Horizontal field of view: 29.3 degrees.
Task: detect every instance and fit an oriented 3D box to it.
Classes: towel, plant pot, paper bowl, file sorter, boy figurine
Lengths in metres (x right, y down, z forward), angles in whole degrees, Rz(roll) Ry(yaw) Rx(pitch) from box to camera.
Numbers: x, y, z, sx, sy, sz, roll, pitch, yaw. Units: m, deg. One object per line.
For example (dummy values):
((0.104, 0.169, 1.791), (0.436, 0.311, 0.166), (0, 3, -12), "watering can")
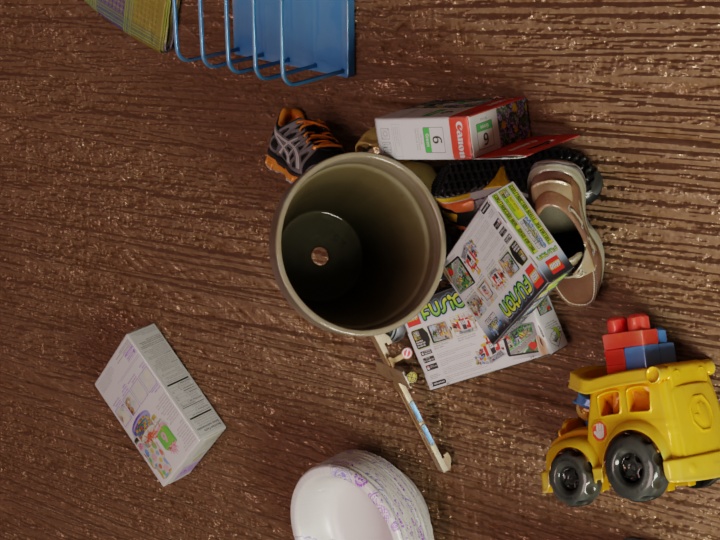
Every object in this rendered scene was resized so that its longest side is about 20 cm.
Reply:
((-0.315, -0.396, 1.887), (0.199, 0.023, 0.145), (33, 127, 31), "towel")
((-0.024, -0.022, 1.573), (0.201, 0.199, 0.173), (69, 161, -2), "plant pot")
((0.012, 0.331, 1.801), (0.200, 0.104, 0.202), (18, 118, 38), "paper bowl")
((-0.119, -0.307, 1.665), (0.199, 0.122, 0.140), (18, 118, 37), "file sorter")
((0.060, -0.080, 1.625), (0.124, 0.064, 0.201), (-22, 93, 54), "boy figurine")

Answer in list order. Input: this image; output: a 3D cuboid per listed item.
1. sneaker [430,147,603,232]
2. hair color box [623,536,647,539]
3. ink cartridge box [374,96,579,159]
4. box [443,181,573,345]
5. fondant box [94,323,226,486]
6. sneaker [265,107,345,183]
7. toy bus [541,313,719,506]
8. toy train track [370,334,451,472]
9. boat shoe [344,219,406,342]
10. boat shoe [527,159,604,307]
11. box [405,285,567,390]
((0.181, -0.079, 1.521), (0.199, 0.070, 0.090), (-1, 140, 31), "sneaker")
((0.270, 0.380, 1.506), (0.060, 0.199, 0.100), (0, 106, 43), "hair color box")
((0.125, -0.156, 1.501), (0.199, 0.109, 0.051), (3, 108, 42), "ink cartridge box")
((0.150, -0.003, 1.462), (0.110, 0.035, 0.200), (56, 159, 11), "box")
((-0.305, 0.203, 2.085), (0.201, 0.058, 0.144), (54, 134, 15), "fondant box")
((-0.060, -0.148, 1.682), (0.200, 0.078, 0.078), (27, 113, 55), "sneaker")
((0.282, 0.147, 1.467), (0.199, 0.135, 0.194), (-18, 80, 48), "toy bus")
((0.070, 0.158, 1.717), (0.201, 0.032, 0.115), (64, 167, -12), "toy train track")
((0.002, 0.000, 1.706), (0.073, 0.068, 0.201), (-2, 105, 44), "boat shoe")
((0.211, -0.025, 1.447), (0.075, 0.072, 0.201), (-6, 136, 21), "boat shoe")
((0.139, 0.064, 1.614), (0.199, 0.035, 0.111), (-22, 90, 46), "box")
